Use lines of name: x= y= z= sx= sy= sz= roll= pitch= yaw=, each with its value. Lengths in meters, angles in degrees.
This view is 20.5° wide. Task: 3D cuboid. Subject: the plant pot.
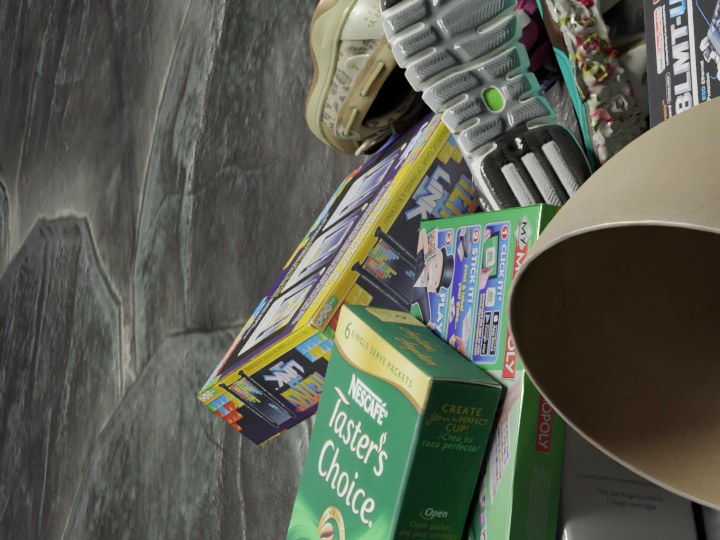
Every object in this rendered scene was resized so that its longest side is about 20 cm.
plant pot: x=0.179 y=-0.001 z=0.840 sx=0.200 sy=0.200 sz=0.134 roll=-35 pitch=21 yaw=56

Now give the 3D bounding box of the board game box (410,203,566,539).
board game box: x=0.060 y=0.070 z=1.013 sx=0.135 sy=0.029 sz=0.200 roll=-4 pitch=78 yaw=65

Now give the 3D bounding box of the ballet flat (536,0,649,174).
ballet flat: x=0.127 y=-0.136 z=1.069 sx=0.076 sy=0.064 sz=0.200 roll=-79 pitch=-29 yaw=-73

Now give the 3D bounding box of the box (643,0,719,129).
box: x=0.209 y=-0.125 z=0.953 sx=0.199 sy=0.050 sz=0.200 roll=141 pitch=135 yaw=-57

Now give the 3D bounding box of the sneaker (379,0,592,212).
sneaker: x=0.065 y=-0.096 z=1.126 sx=0.115 sy=0.075 sz=0.200 roll=79 pitch=170 yaw=-76

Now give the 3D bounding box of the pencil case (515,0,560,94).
pencil case: x=0.114 y=-0.203 z=1.142 sx=0.200 sy=0.091 sz=0.094 roll=-63 pitch=-5 yaw=35

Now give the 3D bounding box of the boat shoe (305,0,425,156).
boat shoe: x=0.009 y=-0.117 z=1.240 sx=0.073 sy=0.063 sz=0.200 roll=-53 pitch=-14 yaw=-14

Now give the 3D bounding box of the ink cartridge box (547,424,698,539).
ink cartridge box: x=0.097 y=0.097 z=1.060 sx=0.147 sy=0.083 sz=0.200 roll=-47 pitch=41 yaw=50

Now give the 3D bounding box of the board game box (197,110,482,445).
board game box: x=0.000 y=0.000 z=1.232 sx=0.165 sy=0.057 sz=0.200 roll=-32 pitch=21 yaw=57

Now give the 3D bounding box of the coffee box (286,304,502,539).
coffee box: x=0.006 y=0.128 z=1.024 sx=0.123 sy=0.044 sz=0.200 roll=-139 pitch=61 yaw=-62

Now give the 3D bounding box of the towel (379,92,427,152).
towel: x=0.030 y=-0.188 z=1.394 sx=0.145 sy=0.024 sz=0.200 roll=-58 pitch=34 yaw=33
